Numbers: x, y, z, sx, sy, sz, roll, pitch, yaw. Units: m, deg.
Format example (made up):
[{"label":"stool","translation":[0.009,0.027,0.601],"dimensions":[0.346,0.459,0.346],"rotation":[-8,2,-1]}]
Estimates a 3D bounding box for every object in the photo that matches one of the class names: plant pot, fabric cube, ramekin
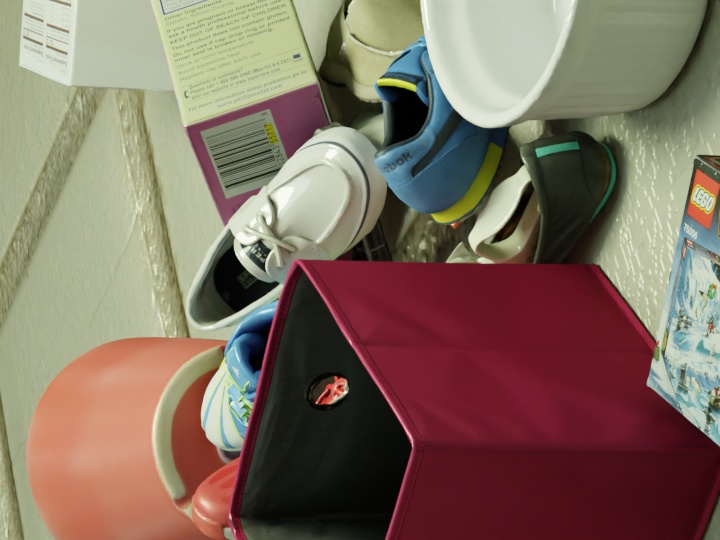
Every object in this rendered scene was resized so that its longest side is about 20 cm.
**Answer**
[{"label":"plant pot","translation":[-0.124,0.135,1.900],"dimensions":[0.177,0.200,0.201],"rotation":[-18,73,61]},{"label":"fabric cube","translation":[0.061,0.122,1.488],"dimensions":[0.200,0.199,0.196],"rotation":[-123,41,-51]},{"label":"ramekin","translation":[0.120,-0.181,1.493],"dimensions":[0.200,0.098,0.201],"rotation":[180,90,-66]}]

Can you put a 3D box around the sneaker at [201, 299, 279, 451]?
[{"label":"sneaker","translation":[-0.069,0.063,1.726],"dimensions":[0.200,0.105,0.076],"rotation":[-44,67,37]}]

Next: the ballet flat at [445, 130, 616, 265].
[{"label":"ballet flat","translation":[0.090,-0.008,1.584],"dimensions":[0.068,0.068,0.200],"rotation":[-116,36,-43]}]

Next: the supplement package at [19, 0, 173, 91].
[{"label":"supplement package","translation":[-0.180,-0.252,2.087],"dimensions":[0.151,0.152,0.200],"rotation":[-155,68,-64]}]

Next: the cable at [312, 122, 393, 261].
[{"label":"cable","translation":[0.000,0.000,1.733],"dimensions":[0.097,0.050,0.200],"rotation":[49,161,48]}]

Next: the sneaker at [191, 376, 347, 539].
[{"label":"sneaker","translation":[-0.020,0.086,1.603],"dimensions":[0.078,0.200,0.116],"rotation":[43,150,45]}]

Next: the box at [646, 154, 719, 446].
[{"label":"box","translation":[0.222,0.037,1.327],"dimensions":[0.200,0.040,0.137],"rotation":[-135,50,-58]}]

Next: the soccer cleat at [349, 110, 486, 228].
[{"label":"soccer cleat","translation":[0.048,-0.082,1.700],"dimensions":[0.078,0.069,0.200],"rotation":[-56,21,1]}]

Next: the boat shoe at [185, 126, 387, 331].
[{"label":"boat shoe","translation":[-0.055,-0.022,1.700],"dimensions":[0.072,0.066,0.200],"rotation":[51,136,0]}]

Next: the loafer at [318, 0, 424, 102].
[{"label":"loafer","translation":[0.021,-0.152,1.734],"dimensions":[0.200,0.076,0.068],"rotation":[-160,67,-65]}]

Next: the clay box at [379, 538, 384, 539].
[{"label":"clay box","translation":[0.012,0.223,1.614],"dimensions":[0.200,0.048,0.115],"rotation":[50,133,48]}]

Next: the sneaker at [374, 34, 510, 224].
[{"label":"sneaker","translation":[0.056,-0.126,1.585],"dimensions":[0.066,0.078,0.200],"rotation":[-22,40,44]}]

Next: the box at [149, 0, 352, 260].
[{"label":"box","translation":[-0.075,-0.122,1.817],"dimensions":[0.176,0.097,0.200],"rotation":[71,-178,-48]}]

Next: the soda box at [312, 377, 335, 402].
[{"label":"soda box","translation":[0.010,0.144,1.752],"dimensions":[0.200,0.070,0.063],"rotation":[-123,41,-51]}]
